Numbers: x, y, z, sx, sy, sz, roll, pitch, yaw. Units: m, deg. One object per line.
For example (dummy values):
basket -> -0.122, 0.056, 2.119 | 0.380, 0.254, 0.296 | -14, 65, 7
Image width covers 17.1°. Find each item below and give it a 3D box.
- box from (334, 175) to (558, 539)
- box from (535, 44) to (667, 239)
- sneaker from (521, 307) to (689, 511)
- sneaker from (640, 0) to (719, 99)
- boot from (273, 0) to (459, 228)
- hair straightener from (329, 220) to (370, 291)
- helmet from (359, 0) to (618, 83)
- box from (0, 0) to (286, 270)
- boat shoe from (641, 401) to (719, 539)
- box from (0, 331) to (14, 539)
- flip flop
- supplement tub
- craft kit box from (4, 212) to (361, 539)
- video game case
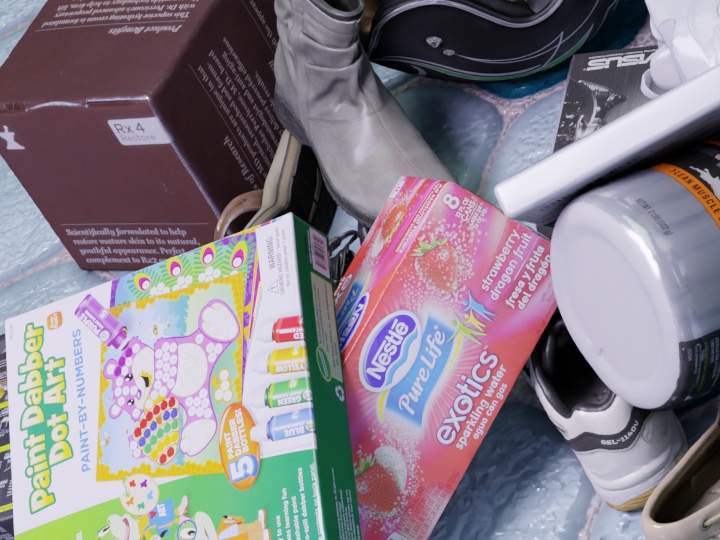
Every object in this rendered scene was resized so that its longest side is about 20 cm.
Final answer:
box -> 0.025, 0.054, 1.351 | 0.200, 0.095, 0.100 | -60, 15, -4
box -> 0.217, -0.074, 1.457 | 0.199, 0.048, 0.159 | -4, 43, 22
sneaker -> 0.128, 0.046, 1.369 | 0.076, 0.088, 0.200 | -32, 35, 2
sneaker -> 0.238, -0.176, 1.449 | 0.115, 0.075, 0.200 | 3, 57, 26
boot -> -0.006, -0.119, 1.545 | 0.068, 0.131, 0.200 | -26, 47, -21
hair straightener -> 0.000, 0.000, 1.562 | 0.077, 0.041, 0.200 | -13, 44, 23
helmet -> 0.087, -0.219, 1.616 | 0.190, 0.201, 0.200 | -5, 35, -10
box -> -0.130, -0.125, 1.686 | 0.165, 0.164, 0.200 | 1, 47, 35
boat shoe -> 0.222, 0.086, 1.270 | 0.200, 0.065, 0.072 | -44, 38, -19
box -> -0.150, 0.086, 1.470 | 0.199, 0.044, 0.161 | -19, 44, 28
flip flop -> -0.065, -0.026, 1.594 | 0.057, 0.081, 0.200 | -7, 38, 20
supplement tub -> 0.211, -0.015, 1.275 | 0.200, 0.123, 0.122 | -23, 32, -24
craft kit box -> -0.100, 0.092, 1.305 | 0.197, 0.048, 0.201 | -22, 60, 26
video game case -> 0.180, -0.078, 1.294 | 0.200, 0.023, 0.182 | -29, -9, 14
